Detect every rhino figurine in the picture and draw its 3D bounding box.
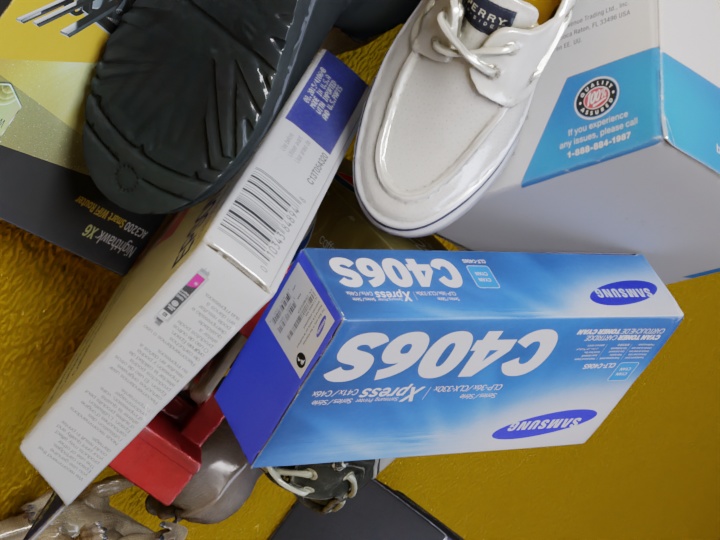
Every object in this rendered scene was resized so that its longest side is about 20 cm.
[{"bbox_3d":[-0.056,0.067,1.043,0.060,0.087,0.200,43,78,-24],"label":"rhino figurine"}]

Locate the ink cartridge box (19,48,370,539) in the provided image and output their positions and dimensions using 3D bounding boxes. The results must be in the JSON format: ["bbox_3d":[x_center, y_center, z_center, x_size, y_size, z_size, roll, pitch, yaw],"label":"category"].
[{"bbox_3d":[-0.086,0.010,0.813,0.200,0.043,0.196,-43,-167,30],"label":"ink cartridge box"}]

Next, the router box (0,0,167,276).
[{"bbox_3d":[-0.115,-0.093,0.749,0.157,0.052,0.200,-55,158,1],"label":"router box"}]

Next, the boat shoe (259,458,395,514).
[{"bbox_3d":[-0.021,0.094,0.952,0.064,0.071,0.200,-48,163,-10],"label":"boat shoe"}]

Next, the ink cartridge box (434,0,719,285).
[{"bbox_3d":[0.123,-0.109,0.855,0.145,0.147,0.200,24,61,-42],"label":"ink cartridge box"}]

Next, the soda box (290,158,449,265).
[{"bbox_3d":[0.000,0.000,0.925,0.064,0.200,0.068,21,105,-34],"label":"soda box"}]

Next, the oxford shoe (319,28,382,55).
[{"bbox_3d":[0.013,-0.162,0.928,0.075,0.070,0.200,-37,176,42],"label":"oxford shoe"}]

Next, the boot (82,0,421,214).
[{"bbox_3d":[-0.024,-0.116,0.747,0.198,0.073,0.162,-61,165,17],"label":"boot"}]

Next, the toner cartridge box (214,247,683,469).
[{"bbox_3d":[0.043,0.038,0.790,0.200,0.043,0.095,0,137,-37],"label":"toner cartridge box"}]

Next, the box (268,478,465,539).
[{"bbox_3d":[-0.009,0.273,1.408,0.200,0.123,0.198,-54,157,-3],"label":"box"}]

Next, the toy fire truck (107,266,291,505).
[{"bbox_3d":[-0.077,0.044,0.899,0.141,0.049,0.200,-51,-169,6],"label":"toy fire truck"}]

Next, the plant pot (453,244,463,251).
[{"bbox_3d":[0.125,-0.096,1.085,0.189,0.201,0.201,-43,161,15],"label":"plant pot"}]

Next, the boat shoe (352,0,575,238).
[{"bbox_3d":[0.055,-0.105,0.748,0.200,0.071,0.070,-57,170,5],"label":"boat shoe"}]

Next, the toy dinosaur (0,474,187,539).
[{"bbox_3d":[-0.149,0.140,0.986,0.101,0.058,0.200,-21,162,33],"label":"toy dinosaur"}]
